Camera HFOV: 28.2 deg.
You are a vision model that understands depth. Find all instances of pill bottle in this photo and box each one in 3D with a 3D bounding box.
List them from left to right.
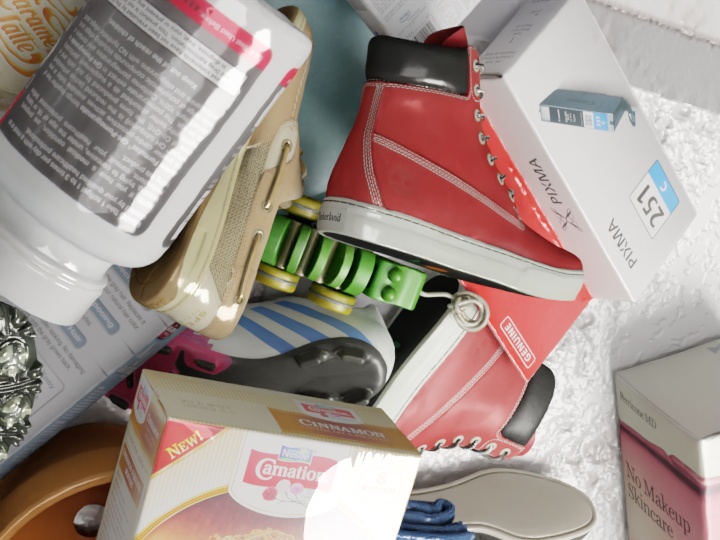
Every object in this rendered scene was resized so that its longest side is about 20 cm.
[{"bbox_3d":[-0.125,-0.073,0.757,0.110,0.111,0.200,34,98,-28],"label":"pill bottle"}]

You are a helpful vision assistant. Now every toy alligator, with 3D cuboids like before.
[{"bbox_3d":[0.000,0.000,0.892,0.199,0.054,0.060,21,95,-15],"label":"toy alligator"}]

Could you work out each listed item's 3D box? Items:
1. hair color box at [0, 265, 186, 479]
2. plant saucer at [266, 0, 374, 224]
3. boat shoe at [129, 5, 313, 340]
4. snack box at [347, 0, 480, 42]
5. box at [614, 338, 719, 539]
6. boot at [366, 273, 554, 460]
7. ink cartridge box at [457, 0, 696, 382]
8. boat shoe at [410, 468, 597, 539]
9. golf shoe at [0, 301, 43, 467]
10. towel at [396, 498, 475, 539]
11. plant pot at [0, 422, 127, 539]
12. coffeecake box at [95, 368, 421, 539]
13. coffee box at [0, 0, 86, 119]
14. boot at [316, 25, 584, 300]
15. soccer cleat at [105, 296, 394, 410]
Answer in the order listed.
[{"bbox_3d":[-0.187,0.035,0.865,0.200,0.061,0.099,-39,85,-3],"label":"hair color box"},{"bbox_3d":[-0.048,-0.108,0.904,0.199,0.036,0.201,-7,111,-18],"label":"plant saucer"},{"bbox_3d":[-0.068,-0.059,0.833,0.064,0.071,0.201,32,71,-31],"label":"boat shoe"},{"bbox_3d":[0.073,-0.219,0.894,0.200,0.024,0.072,-48,118,-14],"label":"snack box"},{"bbox_3d":[0.272,0.172,1.077,0.108,0.128,0.201,-16,113,-14],"label":"box"},{"bbox_3d":[0.044,0.119,0.996,0.200,0.072,0.144,-46,119,-4],"label":"boot"},{"bbox_3d":[0.128,-0.053,0.955,0.176,0.045,0.200,-49,120,-25],"label":"ink cartridge box"},{"bbox_3d":[0.073,0.190,1.050,0.199,0.067,0.057,-1,138,-18],"label":"boat shoe"},{"bbox_3d":[-0.236,0.090,0.771,0.077,0.088,0.201,3,122,-43],"label":"golf shoe"},{"bbox_3d":[-0.012,0.225,0.981,0.111,0.049,0.200,9,135,-23],"label":"towel"},{"bbox_3d":[-0.160,0.186,0.908,0.199,0.140,0.201,-7,112,-19],"label":"plant pot"},{"bbox_3d":[-0.071,0.171,0.818,0.153,0.073,0.201,11,103,-23],"label":"coffeecake box"},{"bbox_3d":[-0.198,-0.185,0.793,0.114,0.080,0.201,-14,114,-18],"label":"coffee box"},{"bbox_3d":[0.075,-0.065,0.875,0.199,0.072,0.145,19,83,-36],"label":"boot"},{"bbox_3d":[-0.076,0.054,0.940,0.199,0.086,0.070,1,118,4],"label":"soccer cleat"}]
